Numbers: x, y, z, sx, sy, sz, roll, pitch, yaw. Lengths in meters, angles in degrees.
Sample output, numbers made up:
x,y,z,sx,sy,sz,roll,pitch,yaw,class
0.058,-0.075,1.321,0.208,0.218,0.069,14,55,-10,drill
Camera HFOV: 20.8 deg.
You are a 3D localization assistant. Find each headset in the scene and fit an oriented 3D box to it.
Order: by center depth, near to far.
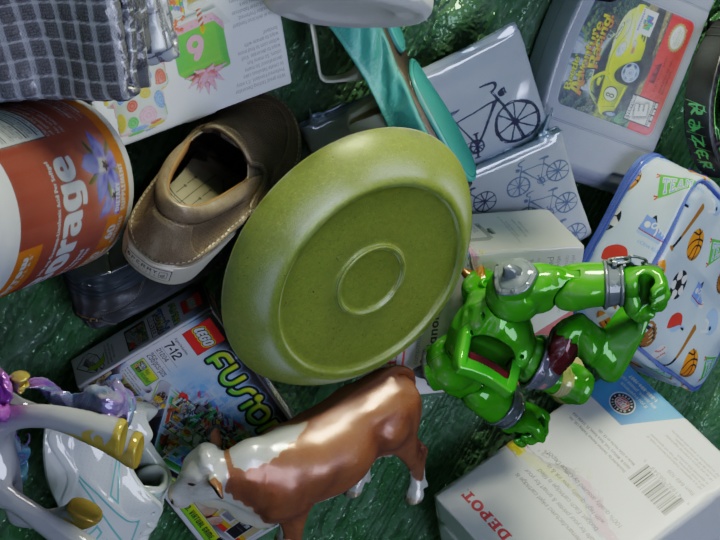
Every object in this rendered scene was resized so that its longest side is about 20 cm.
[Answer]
x,y,z,sx,sy,sz,roll,pitch,yaw,class
0.324,-0.154,1.552,0.200,0.093,0.124,-47,132,-38,headset

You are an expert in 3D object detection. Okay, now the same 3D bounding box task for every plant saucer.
x,y,z,sx,sy,sz,roll,pitch,yaw,class
0.000,0.000,1.314,0.199,0.031,0.201,-21,133,-24,plant saucer

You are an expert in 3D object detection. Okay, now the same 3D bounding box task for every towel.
x,y,z,sx,sy,sz,roll,pitch,yaw,class
-0.208,-0.188,1.148,0.164,0.086,0.202,-4,118,10,towel

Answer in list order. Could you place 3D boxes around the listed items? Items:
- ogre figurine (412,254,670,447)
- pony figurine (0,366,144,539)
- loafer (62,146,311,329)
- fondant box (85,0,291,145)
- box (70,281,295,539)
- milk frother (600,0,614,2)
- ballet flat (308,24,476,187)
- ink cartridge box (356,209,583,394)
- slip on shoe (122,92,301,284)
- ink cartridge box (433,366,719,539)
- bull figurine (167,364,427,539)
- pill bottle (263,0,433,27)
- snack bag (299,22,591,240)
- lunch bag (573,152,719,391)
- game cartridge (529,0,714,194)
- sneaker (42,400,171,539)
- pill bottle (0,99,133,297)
x,y,z,sx,sy,sz,roll,pitch,yaw,class
0.120,0.049,1.372,0.119,0.200,0.099,18,68,-19,ogre figurine
-0.239,0.096,1.236,0.198,0.167,0.195,14,117,8,pony figurine
-0.117,-0.028,1.343,0.199,0.073,0.073,-25,145,-22,loafer
-0.131,-0.196,1.259,0.143,0.058,0.202,-23,120,-24,fondant box
-0.108,0.111,1.399,0.109,0.035,0.201,-31,126,3,box
0.135,-0.299,1.356,0.198,0.181,0.190,20,60,-10,milk frother
0.010,-0.135,1.364,0.070,0.067,0.201,-23,109,15,ballet flat
0.055,0.026,1.439,0.198,0.068,0.118,-5,119,-20,ink cartridge box
-0.089,-0.069,1.277,0.200,0.076,0.061,-49,168,-49,slip on shoe
0.182,0.210,1.565,0.199,0.147,0.147,-32,145,-18,ink cartridge box
-0.037,0.141,1.374,0.199,0.065,0.122,-26,130,-21,bull figurine
-0.003,-0.263,1.253,0.112,0.113,0.202,5,86,-35,pill bottle
0.067,-0.066,1.449,0.187,0.021,0.201,-26,123,-9,snack bag
0.250,0.000,1.570,0.200,0.075,0.161,33,83,-55,lunch bag
0.193,-0.164,1.507,0.132,0.041,0.202,14,101,-33,game cartridge
-0.170,0.172,1.357,0.079,0.071,0.202,-2,125,0,sneaker
-0.229,-0.037,1.172,0.200,0.111,0.113,-28,131,-62,pill bottle
